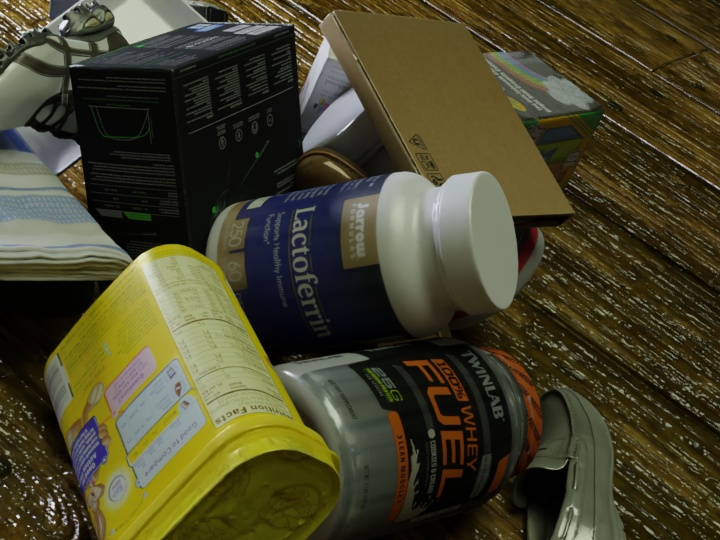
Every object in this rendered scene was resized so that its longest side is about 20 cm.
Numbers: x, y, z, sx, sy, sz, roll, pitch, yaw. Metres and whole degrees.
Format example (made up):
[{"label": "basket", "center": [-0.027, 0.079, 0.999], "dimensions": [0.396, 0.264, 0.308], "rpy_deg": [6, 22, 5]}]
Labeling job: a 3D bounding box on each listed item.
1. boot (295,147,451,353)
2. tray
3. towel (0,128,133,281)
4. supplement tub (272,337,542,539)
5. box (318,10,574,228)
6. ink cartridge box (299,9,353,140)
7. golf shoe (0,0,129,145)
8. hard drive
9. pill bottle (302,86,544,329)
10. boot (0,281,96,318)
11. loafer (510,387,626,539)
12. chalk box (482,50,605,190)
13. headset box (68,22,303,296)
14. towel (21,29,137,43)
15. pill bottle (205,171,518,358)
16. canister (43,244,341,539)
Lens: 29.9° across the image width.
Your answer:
[{"label": "boot", "center": [0.000, 0.000, 1.047], "dimensions": [0.075, 0.073, 0.201], "rpy_deg": [-36, 100, -48]}, {"label": "tray", "center": [-0.215, -0.164, 1.104], "dimensions": [0.107, 0.022, 0.200], "rpy_deg": [43, 62, 5]}, {"label": "towel", "center": [-0.255, -0.054, 0.918], "dimensions": [0.146, 0.024, 0.200], "rpy_deg": [2, 32, -44]}, {"label": "supplement tub", "center": [0.022, 0.111, 0.905], "dimensions": [0.199, 0.123, 0.123], "rpy_deg": [-8, 42, -42]}, {"label": "box", "center": [0.071, -0.119, 1.068], "dimensions": [0.163, 0.021, 0.201], "rpy_deg": [-5, 60, -45]}, {"label": "ink cartridge box", "center": [-0.003, -0.123, 1.204], "dimensions": [0.116, 0.200, 0.068], "rpy_deg": [18, 50, -10]}, {"label": "golf shoe", "center": [-0.222, -0.132, 1.005], "dimensions": [0.095, 0.078, 0.200], "rpy_deg": [50, 38, -7]}, {"label": "hard drive", "center": [-0.200, -0.234, 1.253], "dimensions": [0.139, 0.038, 0.200], "rpy_deg": [5, 10, 0]}, {"label": "pill bottle", "center": [0.048, -0.058, 1.119], "dimensions": [0.200, 0.119, 0.120], "rpy_deg": [46, 24, -19]}, {"label": "boot", "center": [-0.274, -0.052, 1.006], "dimensions": [0.202, 0.074, 0.154], "rpy_deg": [23, 27, -4]}, {"label": "loafer", "center": [0.145, 0.153, 0.979], "dimensions": [0.069, 0.070, 0.200], "rpy_deg": [24, 30, -16]}, {"label": "chalk box", "center": [0.127, -0.138, 1.371], "dimensions": [0.199, 0.124, 0.124], "rpy_deg": [-13, 47, -45]}, {"label": "headset box", "center": [-0.121, -0.074, 1.026], "dimensions": [0.092, 0.201, 0.174], "rpy_deg": [6, 23, 26]}, {"label": "towel", "center": [-0.207, -0.207, 1.257], "dimensions": [0.152, 0.024, 0.199], "rpy_deg": [-4, 12, -42]}, {"label": "pill bottle", "center": [0.002, -0.006, 0.941], "dimensions": [0.199, 0.116, 0.116], "rpy_deg": [-10, 20, 24]}, {"label": "canister", "center": [-0.110, 0.095, 0.816], "dimensions": [0.086, 0.149, 0.200], "rpy_deg": [32, 17, -42]}]
